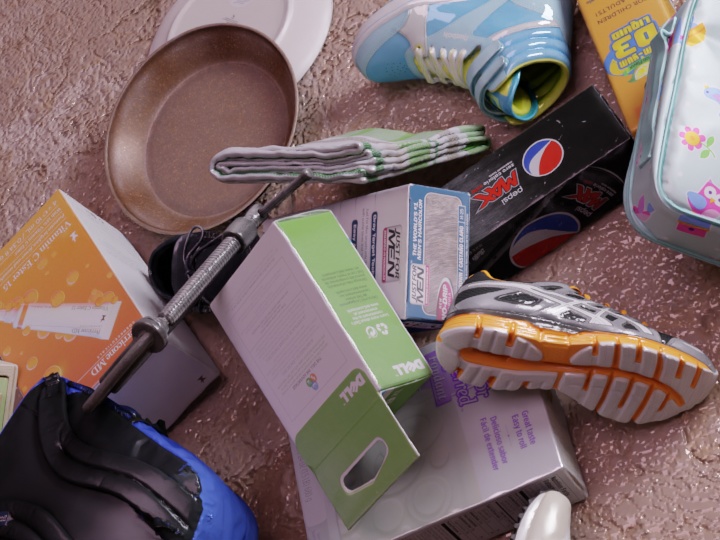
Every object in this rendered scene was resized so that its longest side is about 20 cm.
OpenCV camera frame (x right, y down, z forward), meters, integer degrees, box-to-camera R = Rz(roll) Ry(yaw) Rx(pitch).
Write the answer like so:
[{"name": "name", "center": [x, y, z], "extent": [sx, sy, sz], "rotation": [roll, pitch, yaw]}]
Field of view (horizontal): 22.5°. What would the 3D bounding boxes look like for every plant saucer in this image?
[{"name": "plant saucer", "center": [-0.135, -0.120, 1.593], "extent": [0.200, 0.037, 0.201], "rotation": [-10, 67, 24]}]

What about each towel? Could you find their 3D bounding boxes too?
[{"name": "towel", "center": [-0.006, -0.096, 1.420], "extent": [0.149, 0.200, 0.031], "rotation": [2, 102, 31]}]

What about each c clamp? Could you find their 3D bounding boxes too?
[{"name": "c clamp", "center": [-0.129, 0.018, 1.309], "extent": [0.200, 0.027, 0.171], "rotation": [-52, 6, -40]}]

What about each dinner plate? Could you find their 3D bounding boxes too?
[{"name": "dinner plate", "center": [-0.118, -0.221, 1.672], "extent": [0.199, 0.024, 0.201], "rotation": [-15, 54, 21]}]

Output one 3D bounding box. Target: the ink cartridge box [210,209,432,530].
[{"name": "ink cartridge box", "center": [-0.017, 0.069, 1.281], "extent": [0.200, 0.059, 0.104], "rotation": [57, 132, 19]}]

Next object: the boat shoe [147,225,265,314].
[{"name": "boat shoe", "center": [-0.119, 0.003, 1.447], "extent": [0.200, 0.062, 0.075], "rotation": [5, 89, 65]}]

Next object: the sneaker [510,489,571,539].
[{"name": "sneaker", "center": [0.138, 0.246, 1.205], "extent": [0.093, 0.070, 0.200], "rotation": [6, 61, 13]}]

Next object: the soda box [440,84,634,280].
[{"name": "soda box", "center": [0.122, -0.051, 1.395], "extent": [0.200, 0.063, 0.071], "rotation": [-34, 50, 8]}]

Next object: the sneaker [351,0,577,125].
[{"name": "sneaker", "center": [0.083, -0.168, 1.483], "extent": [0.199, 0.080, 0.131], "rotation": [-16, 53, 22]}]

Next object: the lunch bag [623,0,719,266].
[{"name": "lunch bag", "center": [0.272, -0.101, 1.283], "extent": [0.160, 0.077, 0.201], "rotation": [17, 67, -4]}]

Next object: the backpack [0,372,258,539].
[{"name": "backpack", "center": [-0.172, 0.191, 1.344], "extent": [0.200, 0.168, 0.163], "rotation": [24, 81, 36]}]

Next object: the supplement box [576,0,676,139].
[{"name": "supplement box", "center": [0.222, -0.176, 1.415], "extent": [0.066, 0.069, 0.201], "rotation": [-27, 53, 15]}]

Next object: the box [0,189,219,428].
[{"name": "box", "center": [-0.227, 0.050, 1.507], "extent": [0.124, 0.097, 0.200], "rotation": [-45, 49, 6]}]

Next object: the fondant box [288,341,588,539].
[{"name": "fondant box", "center": [0.051, 0.133, 1.324], "extent": [0.199, 0.058, 0.145], "rotation": [-24, 51, 14]}]

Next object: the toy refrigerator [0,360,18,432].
[{"name": "toy refrigerator", "center": [-0.333, 0.170, 1.454], "extent": [0.070, 0.076, 0.201], "rotation": [8, 90, 50]}]

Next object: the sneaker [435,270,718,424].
[{"name": "sneaker", "center": [0.154, 0.047, 1.266], "extent": [0.199, 0.078, 0.077], "rotation": [15, 43, -4]}]

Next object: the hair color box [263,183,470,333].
[{"name": "hair color box", "center": [0.000, 0.000, 1.370], "extent": [0.200, 0.060, 0.101], "rotation": [-10, 75, 55]}]
